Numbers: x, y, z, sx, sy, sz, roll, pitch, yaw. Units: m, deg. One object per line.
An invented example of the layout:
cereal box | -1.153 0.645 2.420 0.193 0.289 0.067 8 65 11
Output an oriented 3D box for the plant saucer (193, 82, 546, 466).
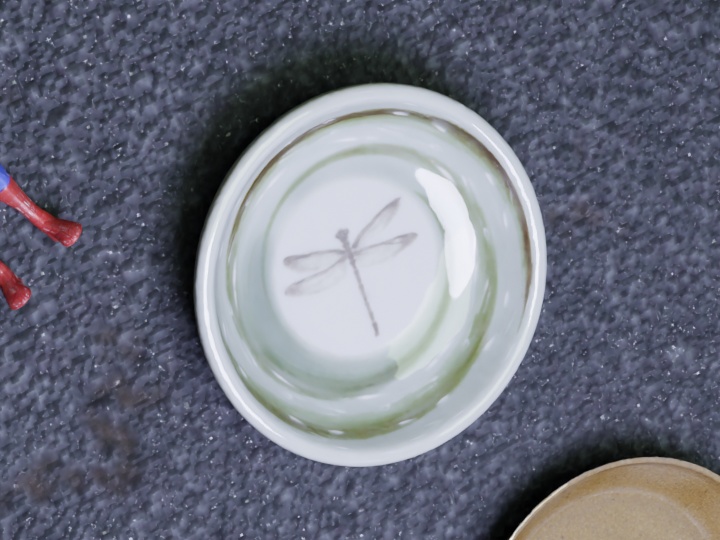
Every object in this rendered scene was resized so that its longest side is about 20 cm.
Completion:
plant saucer | 0.000 0.000 1.527 0.199 0.050 0.202 -4 101 -23

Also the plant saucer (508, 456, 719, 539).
plant saucer | 0.145 0.199 1.636 0.199 0.035 0.202 -4 101 -23

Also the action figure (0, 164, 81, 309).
action figure | -0.223 -0.065 1.419 0.200 0.052 0.066 42 86 -22
